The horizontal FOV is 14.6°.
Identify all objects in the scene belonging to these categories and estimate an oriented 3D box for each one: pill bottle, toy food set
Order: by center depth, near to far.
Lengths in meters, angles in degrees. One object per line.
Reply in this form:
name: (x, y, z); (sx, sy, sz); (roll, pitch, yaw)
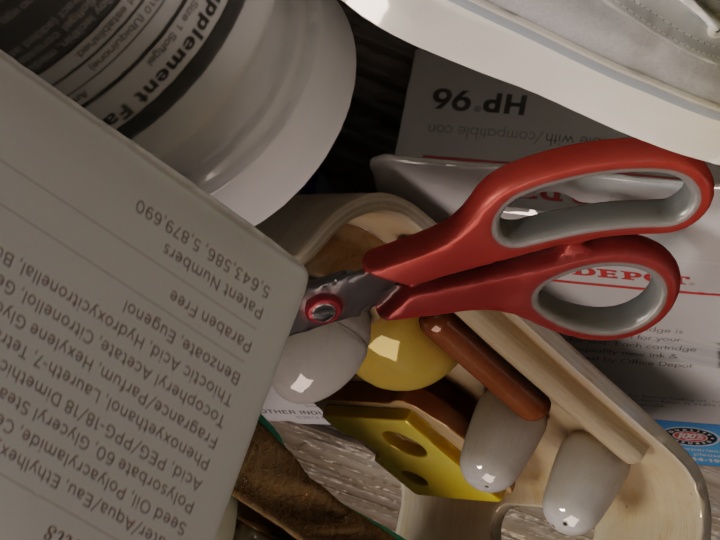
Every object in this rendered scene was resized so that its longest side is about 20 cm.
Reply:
pill bottle: (-0.093, -0.091, 0.744); (0.116, 0.116, 0.200); (-8, 149, 32)
toy food set: (0.001, 0.043, 0.896); (0.143, 0.060, 0.200); (0, 146, 49)

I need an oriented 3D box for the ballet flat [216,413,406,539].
ballet flat: (-0.042, 0.089, 0.889); (0.068, 0.072, 0.200); (-16, 140, 31)

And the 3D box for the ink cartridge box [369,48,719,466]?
ink cartridge box: (0.074, -0.010, 0.898); (0.116, 0.068, 0.200); (5, 154, 12)

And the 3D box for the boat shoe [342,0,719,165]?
boat shoe: (0.074, -0.085, 0.758); (0.200, 0.072, 0.069); (19, 123, -32)

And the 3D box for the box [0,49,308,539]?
box: (-0.161, 0.013, 0.717); (0.199, 0.131, 0.200); (-1, 152, 45)

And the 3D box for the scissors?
scissors: (0.000, 0.000, 0.786); (0.200, 0.014, 0.073); (-6, 136, -4)

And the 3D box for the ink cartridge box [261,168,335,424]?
ink cartridge box: (-0.058, -0.002, 0.995); (0.119, 0.042, 0.200); (0, 154, 20)
